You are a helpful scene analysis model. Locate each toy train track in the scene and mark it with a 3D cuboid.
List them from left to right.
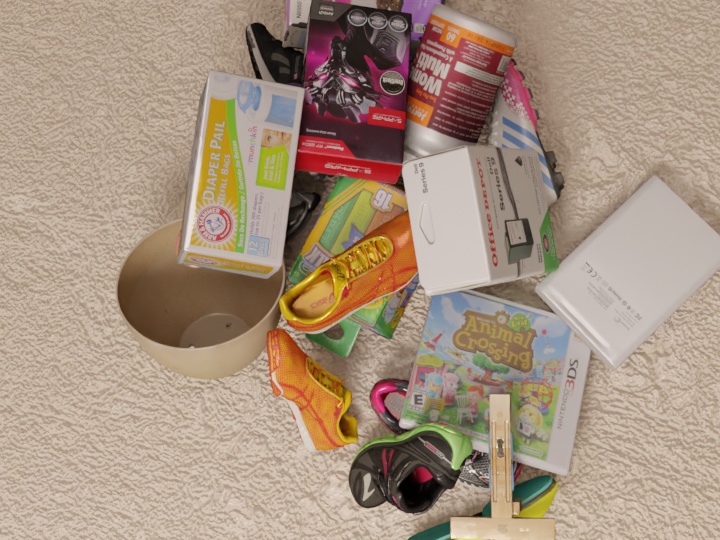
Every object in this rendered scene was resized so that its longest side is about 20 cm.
[{"bbox_3d":[0.156,0.237,1.157,0.113,0.033,0.204,-1,88,13],"label":"toy train track"}]

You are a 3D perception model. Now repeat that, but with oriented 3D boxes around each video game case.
[{"bbox_3d":[0.160,0.120,1.215,0.197,0.022,0.184,16,65,3],"label":"video game case"}]

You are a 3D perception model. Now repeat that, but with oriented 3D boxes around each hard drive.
[{"bbox_3d":[0.320,0.001,1.234,0.200,0.026,0.132,-42,75,-8],"label":"hard drive"}]

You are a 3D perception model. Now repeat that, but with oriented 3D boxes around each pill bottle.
[{"bbox_3d":[0.102,-0.204,1.262,0.108,0.109,0.202,25,105,14],"label":"pill bottle"}]

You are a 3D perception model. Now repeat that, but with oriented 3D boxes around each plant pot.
[{"bbox_3d":[-0.181,0.052,1.264,0.197,0.135,0.202,-2,50,2],"label":"plant pot"}]

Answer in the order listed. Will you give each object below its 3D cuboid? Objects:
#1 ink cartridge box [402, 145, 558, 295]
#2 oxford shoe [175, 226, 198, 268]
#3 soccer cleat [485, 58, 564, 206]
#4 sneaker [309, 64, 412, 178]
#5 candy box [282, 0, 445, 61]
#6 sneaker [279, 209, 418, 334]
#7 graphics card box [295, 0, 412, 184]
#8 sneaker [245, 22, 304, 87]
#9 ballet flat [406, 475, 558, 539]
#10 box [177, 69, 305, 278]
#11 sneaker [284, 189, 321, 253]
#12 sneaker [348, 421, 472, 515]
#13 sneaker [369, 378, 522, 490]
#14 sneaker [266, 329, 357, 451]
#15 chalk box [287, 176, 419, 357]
[{"bbox_3d":[0.137,-0.057,1.167,0.083,0.199,0.148,-11,89,31],"label":"ink cartridge box"},{"bbox_3d":[-0.148,-0.081,1.251,0.071,0.074,0.201,42,74,-8],"label":"oxford shoe"},{"bbox_3d":[0.180,-0.166,1.284,0.085,0.070,0.203,-20,76,6],"label":"soccer cleat"},{"bbox_3d":[-0.001,-0.203,1.327,0.199,0.078,0.080,-34,66,3],"label":"sneaker"},{"bbox_3d":[0.005,-0.361,1.322,0.197,0.072,0.171,3,79,-10],"label":"candy box"},{"bbox_3d":[0.001,0.003,1.156,0.199,0.077,0.073,-39,73,1],"label":"sneaker"},{"bbox_3d":[-0.008,-0.208,1.215,0.123,0.051,0.203,7,69,-6],"label":"graphics card box"},{"bbox_3d":[-0.085,-0.246,1.340,0.086,0.076,0.202,-20,55,-6],"label":"sneaker"},{"bbox_3d":[0.146,0.304,1.210,0.198,0.067,0.068,-27,97,7],"label":"ballet flat"},{"bbox_3d":[-0.134,-0.102,1.165,0.111,0.101,0.203,8,81,-13],"label":"box"},{"bbox_3d":[-0.105,-0.116,1.334,0.113,0.075,0.204,2,90,6],"label":"sneaker"},{"bbox_3d":[0.044,0.232,1.183,0.076,0.200,0.085,33,51,-16],"label":"sneaker"},{"bbox_3d":[0.095,0.193,1.229,0.198,0.075,0.081,26,85,14],"label":"sneaker"},{"bbox_3d":[-0.055,0.131,1.213,0.076,0.201,0.074,-16,46,11],"label":"sneaker"},{"bbox_3d":[0.000,0.000,1.258,0.124,0.124,0.202,25,84,15],"label":"chalk box"}]
